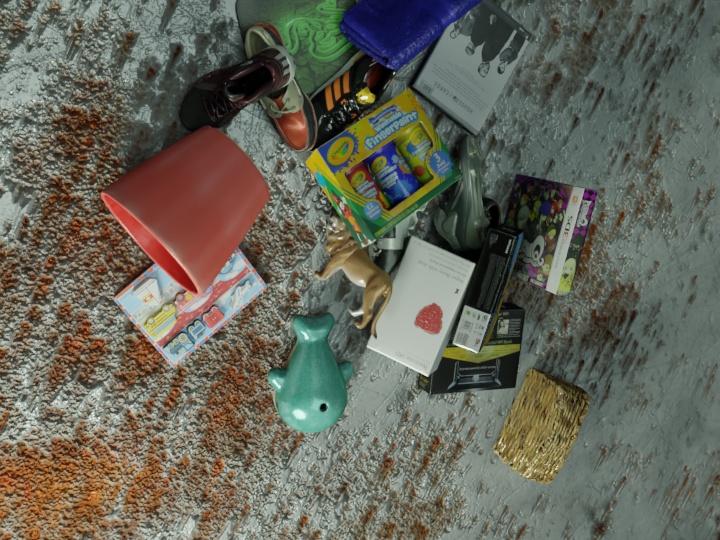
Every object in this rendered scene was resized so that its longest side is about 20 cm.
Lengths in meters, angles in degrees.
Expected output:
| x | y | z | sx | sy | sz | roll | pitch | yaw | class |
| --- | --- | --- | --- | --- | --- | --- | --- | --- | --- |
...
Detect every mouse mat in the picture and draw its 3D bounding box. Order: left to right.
| x | y | z | sx | sy | sz | roll | pitch | yaw | class |
| --- | --- | --- | --- | --- | --- | --- | --- | --- | --- |
| -0.087 | -0.358 | 1.148 | 0.197 | 0.008 | 0.164 | -19 | 111 | -21 | mouse mat |

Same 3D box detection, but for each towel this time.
| x | y | z | sx | sy | sz | roll | pitch | yaw | class |
| --- | --- | --- | --- | --- | --- | --- | --- | --- | --- |
| 0.077 | -0.408 | 1.135 | 0.200 | 0.147 | 0.050 | -42 | 148 | -11 | towel |

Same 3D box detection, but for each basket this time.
| x | y | z | sx | sy | sz | roll | pitch | yaw | class |
| --- | --- | --- | --- | --- | --- | --- | --- | --- | --- |
| 0.388 | 0.323 | 1.469 | 0.147 | 0.142 | 0.203 | 24 | 93 | -27 | basket |

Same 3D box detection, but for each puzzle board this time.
| x | y | z | sx | sy | sz | roll | pitch | yaw | class |
| --- | --- | --- | --- | --- | --- | --- | --- | --- | --- |
| -0.264 | 0.035 | 1.162 | 0.199 | 0.017 | 0.152 | -41 | 116 | -11 | puzzle board |

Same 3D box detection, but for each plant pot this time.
| x | y | z | sx | sy | sz | roll | pitch | yaw | class |
| --- | --- | --- | --- | --- | --- | --- | --- | --- | --- |
| -0.238 | -0.096 | 1.053 | 0.178 | 0.199 | 0.201 | -47 | 117 | -17 | plant pot |

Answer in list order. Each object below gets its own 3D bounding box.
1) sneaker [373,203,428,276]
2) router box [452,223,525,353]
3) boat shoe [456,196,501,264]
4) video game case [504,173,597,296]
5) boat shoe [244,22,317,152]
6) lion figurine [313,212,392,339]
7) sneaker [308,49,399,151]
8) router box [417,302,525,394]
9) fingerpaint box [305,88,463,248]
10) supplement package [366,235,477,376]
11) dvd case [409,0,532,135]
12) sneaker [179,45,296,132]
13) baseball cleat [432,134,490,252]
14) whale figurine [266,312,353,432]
| x | y | z | sx | sy | sz | roll | pitch | yaw | class |
| --- | --- | --- | --- | --- | --- | --- | --- | --- | --- |
| 0.042 | -0.074 | 1.250 | 0.087 | 0.074 | 0.203 | 26 | 84 | -22 | sneaker |
| 0.221 | 0.025 | 1.251 | 0.050 | 0.149 | 0.204 | 20 | 103 | 15 | router box |
| 0.217 | -0.032 | 1.344 | 0.070 | 0.060 | 0.206 | -5 | 105 | -24 | boat shoe |
| 0.322 | -0.068 | 1.306 | 0.035 | 0.200 | 0.185 | 10 | 100 | -24 | video game case |
| -0.121 | -0.270 | 1.105 | 0.070 | 0.063 | 0.203 | -14 | 110 | 13 | boat shoe |
| 0.000 | 0.000 | 1.208 | 0.122 | 0.072 | 0.201 | -42 | 77 | 5 | lion figurine |
| -0.019 | -0.267 | 1.151 | 0.201 | 0.090 | 0.070 | -49 | 122 | -3 | sneaker |
| 0.211 | 0.145 | 1.391 | 0.196 | 0.052 | 0.161 | 1 | 103 | -25 | router box |
| 0.040 | -0.164 | 1.177 | 0.199 | 0.073 | 0.168 | -35 | 95 | -21 | fingerpaint box |
| 0.110 | 0.060 | 1.260 | 0.119 | 0.120 | 0.203 | 23 | 94 | 12 | supplement package |
| 0.190 | -0.358 | 1.257 | 0.149 | 0.025 | 0.202 | 31 | 89 | -22 | dvd case |
| -0.189 | -0.248 | 1.028 | 0.198 | 0.116 | 0.076 | -27 | 107 | 20 | sneaker |
| 0.170 | -0.134 | 1.291 | 0.069 | 0.105 | 0.204 | 17 | 66 | -56 | baseball cleat |
| -0.077 | 0.175 | 1.236 | 0.156 | 0.104 | 0.204 | 0 | 103 | -24 | whale figurine |
